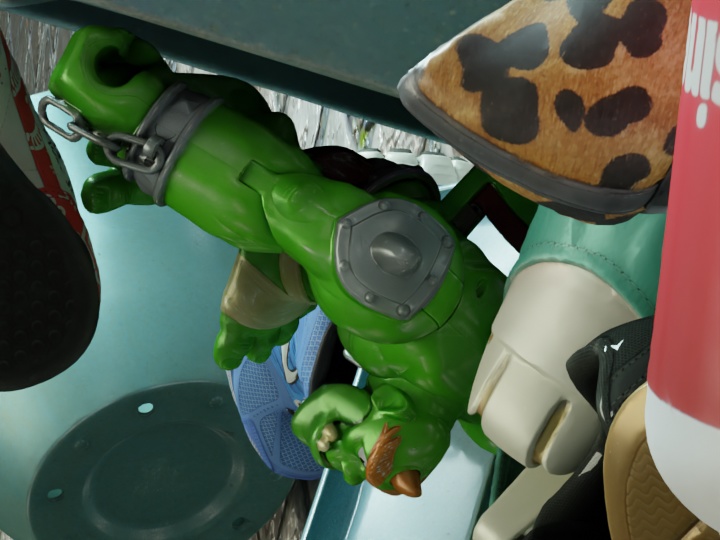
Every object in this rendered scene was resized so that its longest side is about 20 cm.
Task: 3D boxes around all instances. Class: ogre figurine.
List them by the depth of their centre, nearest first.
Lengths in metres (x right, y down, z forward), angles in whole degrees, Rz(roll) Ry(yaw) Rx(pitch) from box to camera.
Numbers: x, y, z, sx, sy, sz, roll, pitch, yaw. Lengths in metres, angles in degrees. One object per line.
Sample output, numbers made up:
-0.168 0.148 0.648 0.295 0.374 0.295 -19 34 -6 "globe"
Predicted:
0.000 0.000 0.825 0.120 0.098 0.200 30 154 35 "ogre figurine"

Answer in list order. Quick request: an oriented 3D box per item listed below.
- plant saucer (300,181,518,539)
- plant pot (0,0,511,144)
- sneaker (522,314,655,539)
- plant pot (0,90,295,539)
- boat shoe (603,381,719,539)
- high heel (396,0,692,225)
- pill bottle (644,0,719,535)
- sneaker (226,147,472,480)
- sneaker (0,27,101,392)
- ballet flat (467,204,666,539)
0.023 0.051 0.917 0.070 0.019 0.200 -12 47 37 "plant saucer"
0.017 -0.146 0.838 0.196 0.196 0.201 -160 86 -77 "plant pot"
0.075 0.093 0.732 0.074 0.084 0.201 -116 32 -66 "sneaker"
-0.108 0.043 1.326 0.161 0.200 0.201 -115 30 -43 "plant pot"
0.105 0.107 0.659 0.069 0.071 0.201 -30 -61 -52 "boat shoe"
0.072 -0.098 0.663 0.071 0.142 0.200 112 157 -54 "high heel"
0.112 -0.009 0.539 0.112 0.112 0.201 -139 53 -74 "pill bottle"
-0.007 0.036 1.117 0.200 0.078 0.089 115 157 -58 "sneaker"
-0.133 -0.063 0.822 0.108 0.067 0.202 -156 42 -81 "sneaker"
0.061 0.045 0.767 0.067 0.070 0.200 29 139 30 "ballet flat"
